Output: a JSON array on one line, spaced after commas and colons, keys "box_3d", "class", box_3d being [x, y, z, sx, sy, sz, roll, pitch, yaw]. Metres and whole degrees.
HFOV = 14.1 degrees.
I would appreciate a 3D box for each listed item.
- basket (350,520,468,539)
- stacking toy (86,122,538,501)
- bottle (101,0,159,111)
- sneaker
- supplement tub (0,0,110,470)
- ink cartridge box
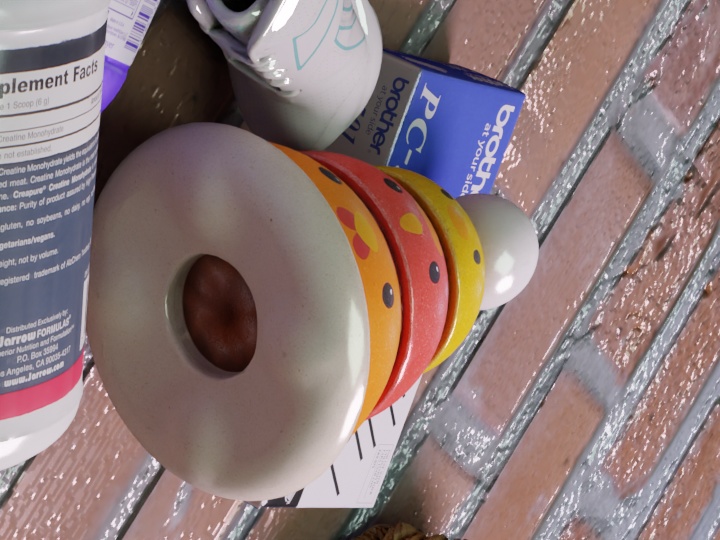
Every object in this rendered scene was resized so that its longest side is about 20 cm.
[{"box_3d": [0.007, 0.222, 1.409, 0.143, 0.148, 0.201, -77, 169, -55], "class": "basket"}, {"box_3d": [0.000, 0.000, 1.165, 0.200, 0.146, 0.147, -17, 125, -47], "class": "stacking toy"}, {"box_3d": [-0.085, -0.156, 1.018, 0.083, 0.065, 0.201, 22, 93, -57], "class": "bottle"}, {"box_3d": [-0.035, -0.104, 1.094, 0.080, 0.070, 0.201, -51, 161, -32], "class": "sneaker"}, {"box_3d": [-0.151, -0.045, 0.920, 0.140, 0.140, 0.201, -15, 116, -50], "class": "supplement tub"}, {"box_3d": [0.000, 0.004, 1.268, 0.094, 0.044, 0.201, 6, 106, -58], "class": "ink cartridge box"}]
